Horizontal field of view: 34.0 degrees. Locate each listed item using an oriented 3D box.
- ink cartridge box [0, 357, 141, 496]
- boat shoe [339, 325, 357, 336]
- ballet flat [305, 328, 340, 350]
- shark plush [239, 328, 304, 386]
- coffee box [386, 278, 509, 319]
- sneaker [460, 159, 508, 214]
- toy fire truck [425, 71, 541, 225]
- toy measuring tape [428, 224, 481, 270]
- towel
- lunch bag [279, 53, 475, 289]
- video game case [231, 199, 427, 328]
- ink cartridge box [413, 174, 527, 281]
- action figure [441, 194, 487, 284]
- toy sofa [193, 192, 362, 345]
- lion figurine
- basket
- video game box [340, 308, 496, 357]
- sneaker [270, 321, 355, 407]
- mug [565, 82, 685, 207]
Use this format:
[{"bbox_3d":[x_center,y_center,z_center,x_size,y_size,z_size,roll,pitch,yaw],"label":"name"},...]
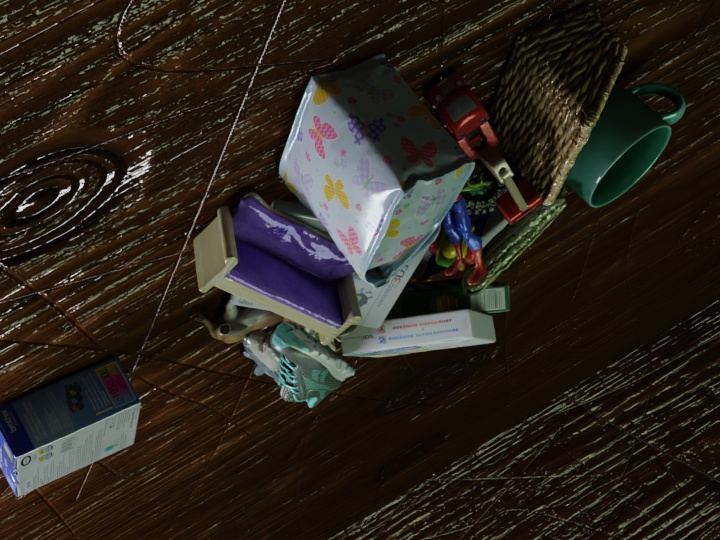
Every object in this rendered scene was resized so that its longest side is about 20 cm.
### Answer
[{"bbox_3d":[-0.384,0.203,1.477,0.200,0.076,0.136,-25,158,-28],"label":"ink cartridge box"},{"bbox_3d":[0.000,0.001,1.572,0.201,0.072,0.066,-59,-165,-17],"label":"boat shoe"},{"bbox_3d":[-0.052,0.088,1.745,0.069,0.069,0.200,-12,152,-46],"label":"ballet flat"},{"bbox_3d":[-0.134,0.115,1.699,0.083,0.091,0.200,14,175,-6],"label":"shark plush"},{"bbox_3d":[0.107,0.042,1.744,0.200,0.044,0.123,-5,-173,-15],"label":"coffee box"},{"bbox_3d":[0.088,-0.095,1.517,0.200,0.085,0.078,-12,112,-14],"label":"sneaker"},{"bbox_3d":[0.149,-0.142,1.405,0.049,0.141,0.200,-36,160,4],"label":"toy fire truck"},{"bbox_3d":[0.137,-0.037,1.658,0.074,0.074,0.200,-37,174,8],"label":"toy measuring tape"},{"bbox_3d":[0.221,-0.052,1.677,0.200,0.036,0.148,-47,-179,17],"label":"towel"},{"bbox_3d":[0.008,-0.099,1.249,0.127,0.170,0.200,-24,155,-34],"label":"lunch bag"},{"bbox_3d":[-0.038,-0.003,1.438,0.200,0.024,0.182,10,138,-18],"label":"video game case"},{"bbox_3d":[0.175,-0.081,1.740,0.197,0.047,0.200,-23,155,-22],"label":"ink cartridge box"},{"bbox_3d":[0.097,-0.064,1.434,0.099,0.065,0.200,-34,128,-32],"label":"action figure"},{"bbox_3d":[-0.084,0.001,1.344,0.200,0.083,0.098,27,126,-36],"label":"toy sofa"},{"bbox_3d":[-0.131,0.058,1.569,0.200,0.073,0.122,-11,163,-19],"label":"lion figurine"},{"bbox_3d":[0.262,-0.200,1.438,0.143,0.149,0.200,-26,158,-20],"label":"basket"},{"bbox_3d":[0.084,0.090,1.648,0.182,0.047,0.200,-11,172,13],"label":"video game box"},{"bbox_3d":[-0.076,0.134,1.560,0.091,0.078,0.200,-50,151,-2],"label":"sneaker"},{"bbox_3d":[0.347,-0.186,1.643,0.185,0.114,0.152,-27,154,-34],"label":"mug"}]
